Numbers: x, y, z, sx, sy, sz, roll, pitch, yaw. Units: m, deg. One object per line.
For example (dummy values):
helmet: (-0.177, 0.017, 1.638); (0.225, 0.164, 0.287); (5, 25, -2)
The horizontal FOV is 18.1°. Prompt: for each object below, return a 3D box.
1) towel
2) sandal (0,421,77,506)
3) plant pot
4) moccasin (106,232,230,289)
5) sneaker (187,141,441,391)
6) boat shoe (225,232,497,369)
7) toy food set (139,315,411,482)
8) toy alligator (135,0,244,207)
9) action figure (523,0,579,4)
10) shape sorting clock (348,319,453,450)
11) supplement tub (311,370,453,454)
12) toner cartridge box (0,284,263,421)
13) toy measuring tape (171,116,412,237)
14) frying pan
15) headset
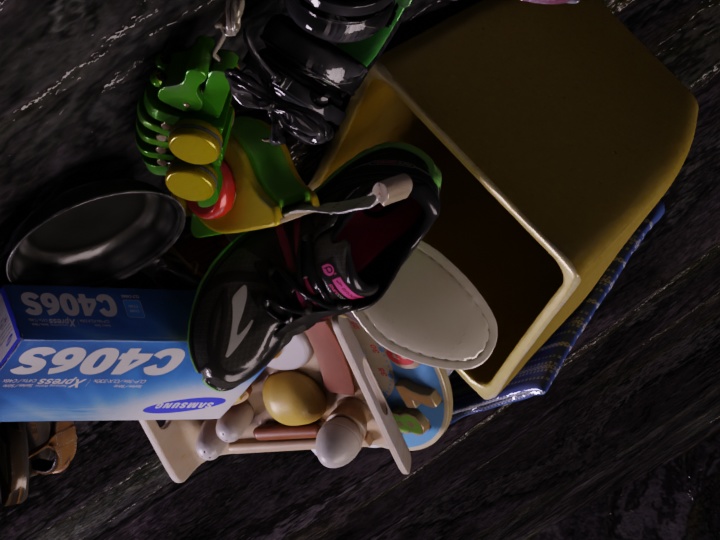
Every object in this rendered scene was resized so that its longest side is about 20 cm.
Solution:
towel: (0.135, 0.033, 1.644); (0.144, 0.024, 0.200); (-23, -155, 53)
sandal: (-0.218, 0.114, 1.543); (0.054, 0.082, 0.200); (-6, 177, -2)
plant pot: (0.112, -0.074, 1.529); (0.200, 0.194, 0.196); (-38, 168, -30)
moccasin: (-0.130, 0.015, 1.524); (0.200, 0.074, 0.078); (-24, 172, 0)
sneaker: (-0.030, -0.002, 1.403); (0.200, 0.077, 0.084); (-44, -159, 5)
boat shoe: (0.000, 0.000, 1.481); (0.072, 0.199, 0.060); (-62, -179, 1)
toy food set: (-0.074, 0.092, 1.599); (0.199, 0.144, 0.061); (-6, -143, 28)
toy alligator: (-0.099, -0.099, 1.277); (0.054, 0.060, 0.200); (12, 149, 0)
action figure: (0.080, -0.212, 1.076); (0.148, 0.135, 0.200); (6, 169, 28)
shape sorting clock: (-0.018, 0.054, 1.619); (0.039, 0.200, 0.200); (-45, 171, -27)
supplement tub: (0.031, 0.053, 1.816); (0.199, 0.141, 0.141); (-29, 164, -15)
toner cartridge box: (-0.155, 0.054, 1.451); (0.199, 0.043, 0.095); (2, 145, -38)
toy measuring tape: (-0.051, -0.063, 1.369); (0.073, 0.074, 0.199); (-19, -173, -42)
frying pan: (-0.136, -0.021, 1.404); (0.189, 0.031, 0.115); (1, 147, -44)
headset: (-0.010, -0.126, 1.240); (0.200, 0.094, 0.124); (-37, 157, -54)
